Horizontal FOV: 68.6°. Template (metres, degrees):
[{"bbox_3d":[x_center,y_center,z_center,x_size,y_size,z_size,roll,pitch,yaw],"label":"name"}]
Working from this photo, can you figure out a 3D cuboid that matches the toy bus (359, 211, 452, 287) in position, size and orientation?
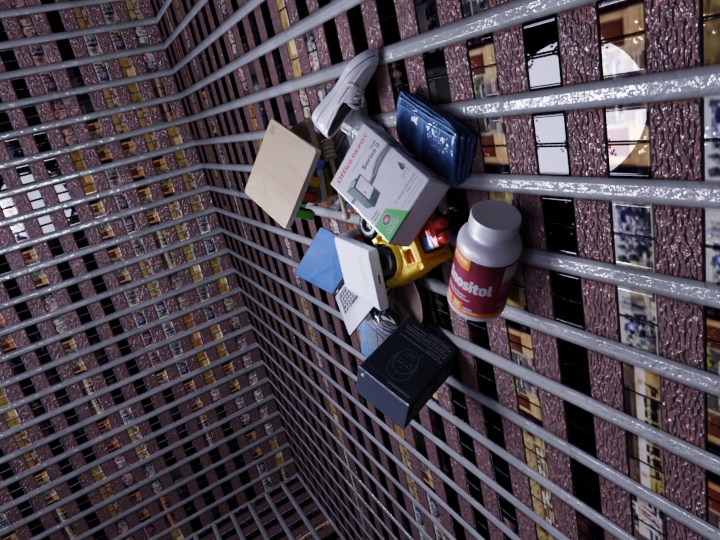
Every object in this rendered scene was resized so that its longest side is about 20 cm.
[{"bbox_3d":[0.109,-0.088,1.104,0.191,0.134,0.204,-27,83,53],"label":"toy bus"}]

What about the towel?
[{"bbox_3d":[0.133,-0.251,0.997,0.200,0.048,0.113,48,150,39],"label":"towel"}]

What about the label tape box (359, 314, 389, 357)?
[{"bbox_3d":[0.072,0.216,1.495,0.199,0.062,0.147,38,142,49],"label":"label tape box"}]

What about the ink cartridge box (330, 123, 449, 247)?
[{"bbox_3d":[0.052,-0.167,1.029,0.200,0.083,0.147,47,115,30],"label":"ink cartridge box"}]

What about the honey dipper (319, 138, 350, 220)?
[{"bbox_3d":[-0.057,-0.220,1.285,0.038,0.037,0.204,-27,78,66],"label":"honey dipper"}]

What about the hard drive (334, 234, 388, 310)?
[{"bbox_3d":[0.000,0.000,1.177,0.199,0.026,0.135,27,133,64],"label":"hard drive"}]

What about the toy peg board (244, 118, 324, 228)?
[{"bbox_3d":[-0.169,-0.235,1.311,0.199,0.097,0.202,39,113,35],"label":"toy peg board"}]

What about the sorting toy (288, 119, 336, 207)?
[{"bbox_3d":[-0.149,-0.268,1.384,0.198,0.069,0.203,-7,95,51],"label":"sorting toy"}]

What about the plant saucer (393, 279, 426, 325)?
[{"bbox_3d":[0.107,0.055,1.324,0.201,0.034,0.203,48,149,41],"label":"plant saucer"}]

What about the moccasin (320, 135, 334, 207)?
[{"bbox_3d":[-0.108,-0.267,1.461,0.074,0.077,0.204,46,148,41],"label":"moccasin"}]

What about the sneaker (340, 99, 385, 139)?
[{"bbox_3d":[-0.002,-0.320,1.192,0.202,0.079,0.071,60,153,15],"label":"sneaker"}]

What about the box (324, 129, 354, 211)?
[{"bbox_3d":[-0.032,-0.261,1.309,0.200,0.047,0.161,134,124,-64],"label":"box"}]

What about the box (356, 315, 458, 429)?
[{"bbox_3d":[0.108,0.233,1.226,0.147,0.199,0.108,34,142,25],"label":"box"}]

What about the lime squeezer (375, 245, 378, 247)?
[{"bbox_3d":[0.023,-0.134,1.342,0.070,0.037,0.204,12,121,62],"label":"lime squeezer"}]

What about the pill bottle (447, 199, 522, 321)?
[{"bbox_3d":[0.219,-0.017,0.928,0.113,0.111,0.203,47,148,39],"label":"pill bottle"}]

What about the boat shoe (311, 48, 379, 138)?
[{"bbox_3d":[-0.023,-0.370,1.118,0.200,0.072,0.066,-44,72,19],"label":"boat shoe"}]

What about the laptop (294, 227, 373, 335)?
[{"bbox_3d":[-0.059,0.032,1.329,0.188,0.114,0.203,-54,47,41],"label":"laptop"}]

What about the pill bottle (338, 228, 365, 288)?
[{"bbox_3d":[-0.017,-0.003,1.444,0.112,0.111,0.203,-23,88,66],"label":"pill bottle"}]

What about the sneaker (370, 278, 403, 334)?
[{"bbox_3d":[0.053,0.070,1.326,0.083,0.070,0.203,121,127,-69],"label":"sneaker"}]
